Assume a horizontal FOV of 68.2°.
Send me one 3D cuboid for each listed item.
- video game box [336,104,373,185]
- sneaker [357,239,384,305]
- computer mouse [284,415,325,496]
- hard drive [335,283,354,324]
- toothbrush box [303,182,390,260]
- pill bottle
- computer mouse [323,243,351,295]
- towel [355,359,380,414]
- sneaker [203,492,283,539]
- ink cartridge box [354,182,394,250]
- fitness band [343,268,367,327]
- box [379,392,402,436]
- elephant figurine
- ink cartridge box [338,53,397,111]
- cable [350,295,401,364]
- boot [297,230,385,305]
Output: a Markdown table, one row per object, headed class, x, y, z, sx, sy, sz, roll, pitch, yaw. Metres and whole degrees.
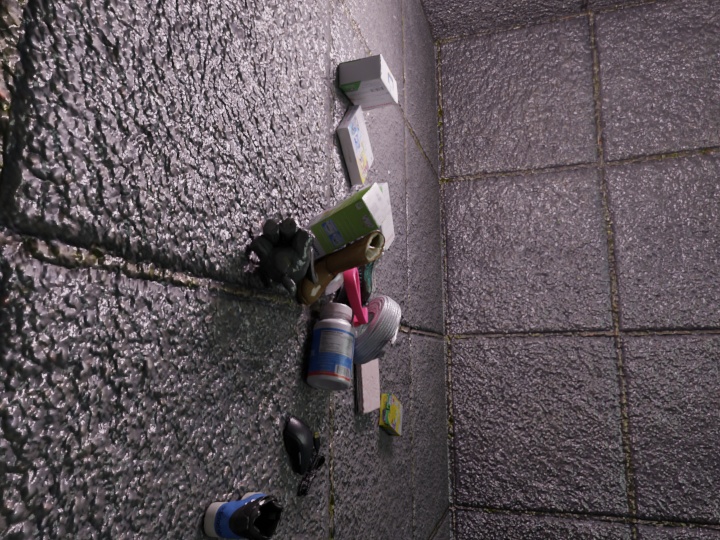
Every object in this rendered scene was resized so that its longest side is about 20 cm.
| class | x | y | z | sx | sy | sz | roll | pitch | yaw |
| --- | --- | --- | --- | --- | --- | --- | --- | --- | --- |
| video game box | -0.014 | -0.410 | 1.741 | 0.183 | 0.046 | 0.202 | -74 | 154 | -51 |
| sneaker | 0.000 | 0.000 | 1.498 | 0.091 | 0.077 | 0.202 | 17 | 84 | -48 |
| computer mouse | -0.119 | 0.414 | 1.255 | 0.141 | 0.045 | 0.202 | -53 | 136 | -62 |
| hard drive | -0.032 | 0.123 | 1.560 | 0.140 | 0.037 | 0.201 | 68 | 31 | -42 |
| toothbrush box | -0.038 | -0.124 | 1.336 | 0.087 | 0.199 | 0.146 | 57 | 26 | -13 |
| pill bottle | -0.071 | 0.191 | 1.343 | 0.112 | 0.111 | 0.202 | 57 | 34 | -57 |
| computer mouse | -0.054 | -0.016 | 1.447 | 0.110 | 0.043 | 0.202 | 94 | 12 | -58 |
| towel | 0.024 | 0.359 | 1.738 | 0.191 | 0.032 | 0.203 | 19 | 68 | -70 |
| sneaker | -0.180 | 0.441 | 0.953 | 0.200 | 0.110 | 0.078 | 49 | 41 | -63 |
| ink cartridge box | 0.050 | -0.180 | 1.808 | 0.145 | 0.086 | 0.202 | -52 | 134 | -63 |
| fitness band | -0.012 | 0.063 | 1.369 | 0.200 | 0.037 | 0.145 | -89 | 167 | -78 |
| box | 0.111 | 0.531 | 1.957 | 0.200 | 0.048 | 0.119 | 62 | 30 | -57 |
| elephant figurine | -0.146 | -0.022 | 1.144 | 0.156 | 0.141 | 0.200 | -57 | 168 | -14 |
| ink cartridge box | 0.028 | -0.611 | 1.746 | 0.200 | 0.144 | 0.089 | 24 | 62 | -69 |
| cable | 0.028 | 0.161 | 1.433 | 0.069 | 0.200 | 0.201 | 38 | 43 | -15 |
| boot | -0.049 | -0.008 | 1.276 | 0.066 | 0.199 | 0.176 | 45 | 49 | -26 |
